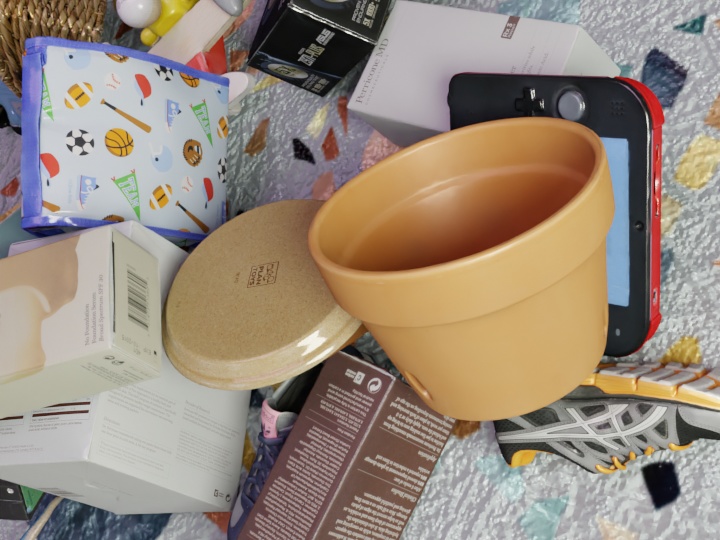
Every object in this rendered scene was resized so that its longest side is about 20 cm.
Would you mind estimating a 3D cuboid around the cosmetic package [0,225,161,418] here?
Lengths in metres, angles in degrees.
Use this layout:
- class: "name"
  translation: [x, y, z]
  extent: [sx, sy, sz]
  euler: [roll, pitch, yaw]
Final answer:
- class: "cosmetic package"
  translation: [-0.254, 0.047, 0.865]
  extent: [0.200, 0.071, 0.105]
  euler: [-17, 62, 17]

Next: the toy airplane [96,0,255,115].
- class: "toy airplane"
  translation: [-0.188, -0.241, 1.172]
  extent: [0.199, 0.141, 0.200]
  euler: [23, 92, 47]

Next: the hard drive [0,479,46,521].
- class: "hard drive"
  translation: [-0.313, 0.109, 1.044]
  extent: [0.038, 0.200, 0.140]
  euler: [1, 32, 11]

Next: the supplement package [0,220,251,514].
- class: "supplement package"
  translation: [-0.206, 0.092, 0.987]
  extent: [0.147, 0.191, 0.200]
  euler: [-8, 64, 30]

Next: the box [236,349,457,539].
- class: "box"
  translation: [-0.015, 0.172, 0.869]
  extent: [0.075, 0.100, 0.200]
  euler: [20, 81, 42]

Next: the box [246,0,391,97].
- class: "box"
  translation: [-0.020, -0.286, 1.055]
  extent: [0.164, 0.086, 0.200]
  euler: [158, 131, -70]

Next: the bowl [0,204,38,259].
- class: "bowl"
  translation: [-0.296, -0.022, 1.143]
  extent: [0.201, 0.105, 0.201]
  euler: [-39, 9, 7]

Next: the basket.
- class: "basket"
  translation: [-0.370, -0.283, 1.293]
  extent: [0.200, 0.149, 0.143]
  euler: [-98, 26, -45]

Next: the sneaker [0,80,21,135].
- class: "sneaker"
  translation: [-0.449, -0.225, 1.411]
  extent: [0.200, 0.078, 0.090]
  euler: [33, 93, 42]

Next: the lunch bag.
- class: "lunch bag"
  translation: [-0.223, -0.108, 1.025]
  extent: [0.124, 0.200, 0.170]
  euler: [-5, 83, 33]

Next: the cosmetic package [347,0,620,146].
- class: "cosmetic package"
  translation: [0.099, -0.150, 0.951]
  extent: [0.200, 0.081, 0.113]
  euler: [18, 83, 40]

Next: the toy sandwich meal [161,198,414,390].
- class: "toy sandwich meal"
  translation: [-0.057, 0.022, 0.881]
  extent: [0.205, 0.070, 0.205]
  euler: [-14, 45, 15]

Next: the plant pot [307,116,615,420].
- class: "plant pot"
  translation: [0.082, 0.004, 0.765]
  extent: [0.200, 0.140, 0.200]
  euler: [-18, 27, 9]

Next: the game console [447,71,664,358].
- class: "game console"
  translation: [0.137, -0.043, 0.836]
  extent: [0.177, 0.031, 0.200]
  euler: [9, 109, 39]

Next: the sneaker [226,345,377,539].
- class: "sneaker"
  translation: [-0.066, 0.143, 0.932]
  extent: [0.070, 0.082, 0.200]
  euler: [26, 85, 42]

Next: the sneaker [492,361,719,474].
- class: "sneaker"
  translation: [0.179, 0.102, 0.780]
  extent: [0.200, 0.078, 0.077]
  euler: [0, 92, 36]

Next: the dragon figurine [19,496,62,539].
- class: "dragon figurine"
  translation: [-0.345, 0.305, 1.083]
  extent: [0.099, 0.059, 0.200]
  euler: [-5, 67, 35]
